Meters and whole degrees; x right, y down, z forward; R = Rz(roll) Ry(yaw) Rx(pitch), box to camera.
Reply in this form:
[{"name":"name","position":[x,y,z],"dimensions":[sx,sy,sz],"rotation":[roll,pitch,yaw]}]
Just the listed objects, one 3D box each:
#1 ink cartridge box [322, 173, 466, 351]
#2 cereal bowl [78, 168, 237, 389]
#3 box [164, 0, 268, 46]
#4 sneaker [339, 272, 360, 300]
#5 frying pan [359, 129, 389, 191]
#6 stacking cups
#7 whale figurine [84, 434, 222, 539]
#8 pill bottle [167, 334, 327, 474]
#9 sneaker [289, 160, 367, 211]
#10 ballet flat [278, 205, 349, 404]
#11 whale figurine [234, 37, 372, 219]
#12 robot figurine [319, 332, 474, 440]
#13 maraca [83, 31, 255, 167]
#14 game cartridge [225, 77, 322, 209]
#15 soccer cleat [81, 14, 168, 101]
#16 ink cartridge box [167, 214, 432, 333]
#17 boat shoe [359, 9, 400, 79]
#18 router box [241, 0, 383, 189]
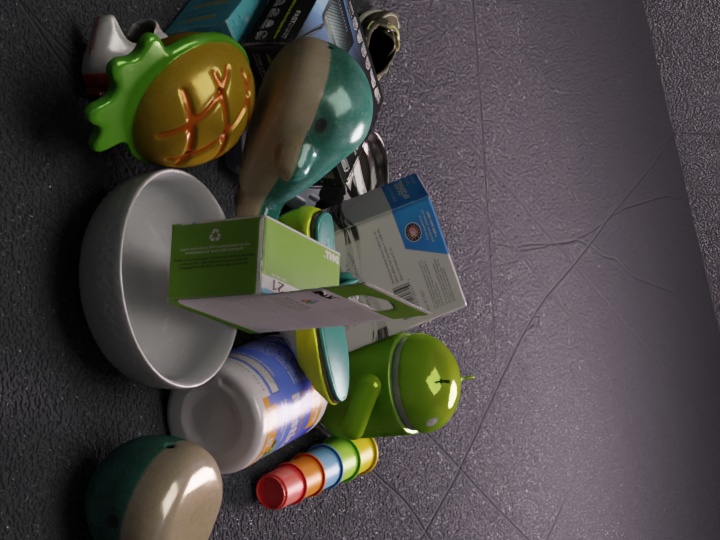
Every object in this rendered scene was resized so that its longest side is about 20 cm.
[{"name":"ink cartridge box","position":[0.000,0.000,1.449],"dimensions":[0.084,0.198,0.147],"rotation":[-109,179,-63]},{"name":"cereal bowl","position":[-0.195,0.010,1.194],"dimensions":[0.200,0.083,0.202],"rotation":[20,68,-61]},{"name":"box","position":[-0.131,-0.289,1.385],"dimensions":[0.049,0.082,0.201],"rotation":[66,31,-32]},{"name":"sneaker","position":[-0.083,0.006,1.355],"dimensions":[0.199,0.078,0.092],"rotation":[27,96,-33]},{"name":"frying pan","position":[0.012,-0.082,1.614],"dimensions":[0.115,0.031,0.192],"rotation":[-40,126,-59]},{"name":"stacking cups","position":[-0.049,0.232,1.470],"dimensions":[0.200,0.060,0.061],"rotation":[-19,101,-61]},{"name":"whale figurine","position":[-0.197,0.241,1.155],"dimensions":[0.159,0.103,0.202],"rotation":[-29,135,-62]},{"name":"pill bottle","position":[-0.101,0.129,1.326],"dimensions":[0.200,0.111,0.113],"rotation":[-20,102,-62]},{"name":"sneaker","position":[-0.054,-0.098,1.513],"dimensions":[0.111,0.073,0.201],"rotation":[-19,83,-36]},{"name":"ballet flat","position":[-0.054,0.035,1.301],"dimensions":[0.067,0.066,0.202],"rotation":[-26,112,-67]},{"name":"whale figurine","position":[-0.057,-0.120,1.243],"dimensions":[0.159,0.103,0.201],"rotation":[-108,-141,-62]},{"name":"robot figurine","position":[0.026,0.132,1.480],"dimensions":[0.175,0.198,0.117],"rotation":[-5,88,-64]},{"name":"maraca","position":[-0.167,-0.153,1.149],"dimensions":[0.200,0.107,0.138],"rotation":[-4,127,-60]},{"name":"game cartridge","position":[-0.089,-0.177,1.455],"dimensions":[0.133,0.040,0.201],"rotation":[34,53,-38]},{"name":"soccer cleat","position":[-0.194,-0.198,1.256],"dimensions":[0.199,0.068,0.086],"rotation":[-1,96,-59]},{"name":"ink cartridge box","position":[-0.051,0.002,1.169],"dimensions":[0.148,0.198,0.076],"rotation":[27,61,-60]},{"name":"boat shoe","position":[0.019,-0.295,1.710],"dimensions":[0.202,0.060,0.073],"rotation":[-56,133,-52]},{"name":"router box","position":[-0.045,-0.211,1.385],"dimensions":[0.201,0.062,0.151],"rotation":[69,34,-43]}]
